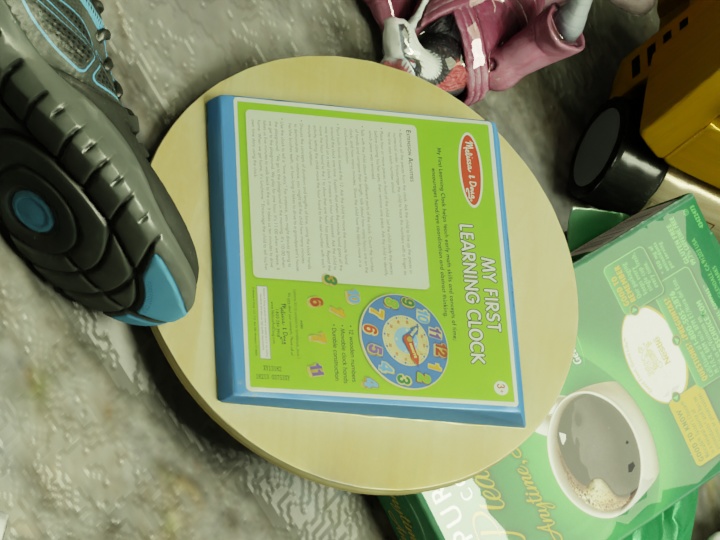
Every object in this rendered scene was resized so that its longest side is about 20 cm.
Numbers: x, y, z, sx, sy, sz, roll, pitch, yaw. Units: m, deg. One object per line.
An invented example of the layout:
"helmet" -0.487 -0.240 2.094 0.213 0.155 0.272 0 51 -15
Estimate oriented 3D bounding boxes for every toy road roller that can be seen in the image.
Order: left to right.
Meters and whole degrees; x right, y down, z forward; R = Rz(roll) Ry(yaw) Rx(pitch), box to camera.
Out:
"toy road roller" 0.199 -0.098 1.183 0.123 0.200 0.146 23 61 -18

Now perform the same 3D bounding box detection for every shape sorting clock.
"shape sorting clock" 0.000 0.000 1.017 0.200 0.039 0.200 8 63 -16

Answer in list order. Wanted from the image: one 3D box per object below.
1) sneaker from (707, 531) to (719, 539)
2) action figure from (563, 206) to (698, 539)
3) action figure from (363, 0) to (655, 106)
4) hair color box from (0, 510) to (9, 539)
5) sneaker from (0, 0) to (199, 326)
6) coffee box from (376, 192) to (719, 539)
"sneaker" 0.215 0.165 1.179 0.200 0.088 0.081 -29 140 -47
"action figure" 0.125 0.080 1.153 0.118 0.055 0.200 17 68 -45
"action figure" 0.054 -0.135 1.141 0.200 0.134 0.149 -56 161 -28
"hair color box" -0.219 0.093 0.743 0.200 0.061 0.102 25 60 -24
"sneaker" -0.115 -0.070 0.930 0.200 0.073 0.082 58 42 -17
"coffee box" 0.094 0.061 1.082 0.200 0.044 0.123 -31 98 -27
